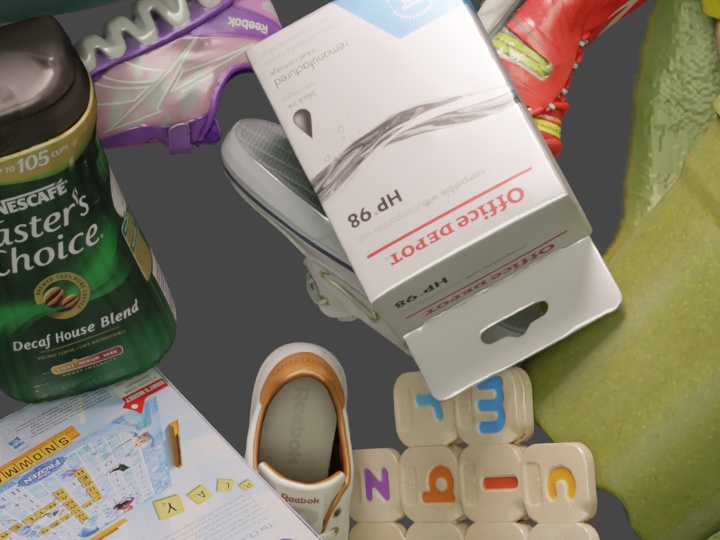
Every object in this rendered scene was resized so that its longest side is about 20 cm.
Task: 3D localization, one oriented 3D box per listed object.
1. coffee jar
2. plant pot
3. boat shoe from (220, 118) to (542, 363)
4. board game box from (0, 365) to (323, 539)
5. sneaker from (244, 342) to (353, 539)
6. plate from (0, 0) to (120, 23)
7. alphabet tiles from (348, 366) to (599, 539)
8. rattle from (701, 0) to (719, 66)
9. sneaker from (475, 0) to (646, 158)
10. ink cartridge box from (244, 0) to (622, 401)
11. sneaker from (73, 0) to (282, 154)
[{"bbox_3d":[-0.169,-0.032,1.481,0.104,0.085,0.200,-17,127,2],"label":"coffee jar"},{"bbox_3d":[0.188,0.044,1.496,0.184,0.200,0.200,-43,89,8],"label":"plant pot"},{"bbox_3d":[0.000,0.000,1.539,0.200,0.074,0.067,36,119,4],"label":"boat shoe"},{"bbox_3d":[-0.142,0.150,1.458,0.200,0.041,0.199,-28,47,-22],"label":"board game box"},{"bbox_3d":[-0.041,0.141,1.525,0.073,0.085,0.201,1,93,-2],"label":"sneaker"},{"bbox_3d":[-0.168,-0.148,1.472,0.200,0.200,0.026,-9,90,-2],"label":"plate"},{"bbox_3d":[0.059,0.150,1.493,0.015,0.195,0.201,-2,86,-39],"label":"alphabet tiles"},{"bbox_3d":[0.256,-0.141,1.478,0.142,0.200,0.131,9,82,-8],"label":"rattle"},{"bbox_3d":[0.091,-0.100,1.535,0.200,0.077,0.085,-38,63,4],"label":"sneaker"},{"bbox_3d":[0.038,-0.049,1.457,0.116,0.067,0.200,-29,67,4],"label":"ink cartridge box"},{"bbox_3d":[-0.120,-0.093,1.541,0.200,0.080,0.089,-33,98,-3],"label":"sneaker"}]
